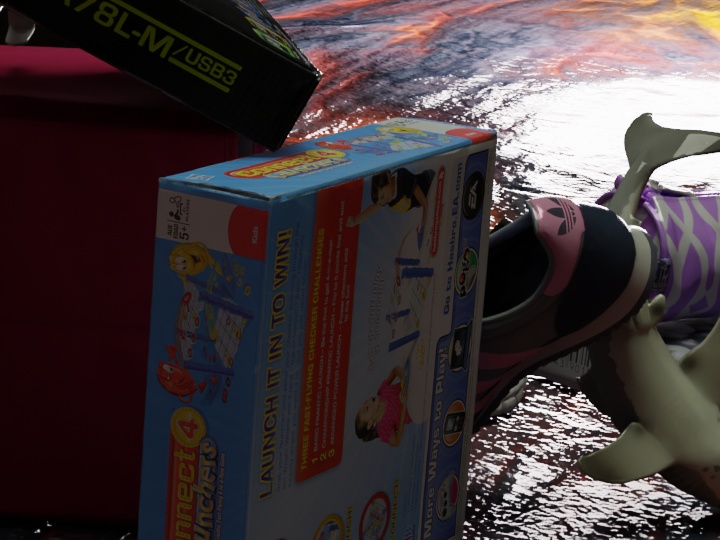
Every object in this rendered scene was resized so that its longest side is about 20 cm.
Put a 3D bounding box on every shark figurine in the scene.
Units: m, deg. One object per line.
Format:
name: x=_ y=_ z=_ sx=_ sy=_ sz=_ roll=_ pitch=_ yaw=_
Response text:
shark figurine: x=0.133 y=0.030 z=1.380 sx=0.128 sy=0.215 sz=0.089 roll=-12 pitch=-3 yaw=-24

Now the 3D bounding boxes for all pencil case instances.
pencil case: x=0.215 y=-0.018 z=1.598 sx=0.200 sy=0.086 sz=0.084 roll=-5 pitch=14 yaw=-37

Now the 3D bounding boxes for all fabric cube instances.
fabric cube: x=-0.151 y=0.002 z=1.357 sx=0.199 sy=0.200 sz=0.196 roll=2 pitch=15 yaw=1

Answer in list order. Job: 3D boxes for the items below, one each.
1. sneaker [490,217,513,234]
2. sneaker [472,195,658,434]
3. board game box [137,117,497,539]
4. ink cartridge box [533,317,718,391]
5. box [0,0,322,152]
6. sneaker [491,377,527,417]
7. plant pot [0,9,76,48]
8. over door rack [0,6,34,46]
sneaker: x=0.000 y=0.000 z=1.627 sx=0.200 sy=0.078 sz=0.070 roll=3 pitch=15 yaw=-20
sneaker: x=0.044 y=0.028 z=1.344 sx=0.082 sy=0.200 sz=0.070 roll=27 pitch=33 yaw=-41
board game box: x=-0.017 y=0.045 z=1.222 sx=0.056 sy=0.200 sz=0.196 roll=12 pitch=16 yaw=29
ink cartridge box: x=0.226 y=0.049 z=1.597 sx=0.200 sy=0.043 sz=0.198 roll=-8 pitch=18 yaw=-44
box: x=-0.123 y=-0.133 z=1.245 sx=0.193 sy=0.048 sz=0.200 roll=30 pitch=8 yaw=-16
sneaker: x=0.030 y=0.042 z=1.494 sx=0.074 sy=0.080 sz=0.200 roll=12 pitch=14 yaw=32
plant pot: x=-0.230 y=-0.123 z=1.865 sx=0.200 sy=0.177 sz=0.200 roll=2 pitch=14 yaw=-11
over door rack: x=-0.240 y=-0.114 z=1.259 sx=0.148 sy=0.067 sz=0.200 roll=4 pitch=20 yaw=5
